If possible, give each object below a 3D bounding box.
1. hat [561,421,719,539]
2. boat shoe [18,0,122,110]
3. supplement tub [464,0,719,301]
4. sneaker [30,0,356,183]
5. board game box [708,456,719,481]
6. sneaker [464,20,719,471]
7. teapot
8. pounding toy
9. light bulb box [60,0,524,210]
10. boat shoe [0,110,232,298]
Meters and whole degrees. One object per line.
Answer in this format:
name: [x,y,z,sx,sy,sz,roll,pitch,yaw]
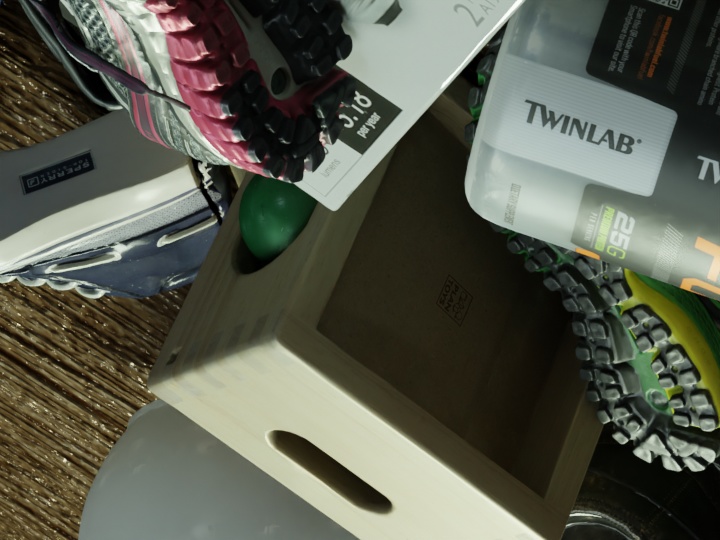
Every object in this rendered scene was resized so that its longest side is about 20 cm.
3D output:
hat: [0.110,0.135,1.117,0.200,0.081,0.201,20,132,24]
boat shoe: [-0.125,-0.145,1.045,0.074,0.066,0.200,2,142,11]
supplement tub: [0.148,-0.046,0.883,0.200,0.123,0.123,19,148,8]
sneaker: [-0.077,-0.103,0.764,0.075,0.081,0.200,9,142,36]
board game box: [0.162,0.149,1.179,0.200,0.041,0.200,-4,119,39]
sneaker: [0.110,-0.021,1.016,0.078,0.085,0.200,-6,116,46]
teapot: [-0.061,0.114,1.301,0.200,0.146,0.197,-11,160,8]
pounding toy: [0.000,0.000,1.064,0.200,0.184,0.142,37,148,-22]
light bulb box: [-0.028,-0.156,0.843,0.200,0.125,0.198,35,149,-5]
boat shoe: [-0.153,-0.012,1.192,0.200,0.075,0.093,-15,141,4]
